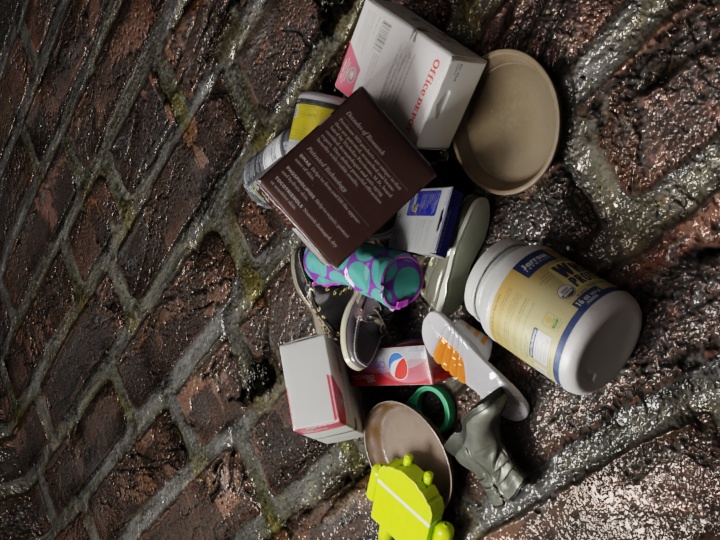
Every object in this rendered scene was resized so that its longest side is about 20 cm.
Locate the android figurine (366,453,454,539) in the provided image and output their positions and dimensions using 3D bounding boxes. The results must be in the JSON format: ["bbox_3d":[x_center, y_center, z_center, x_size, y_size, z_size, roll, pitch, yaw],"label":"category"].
[{"bbox_3d":[0.077,0.386,1.501,0.182,0.041,0.201,34,130,36],"label":"android figurine"}]

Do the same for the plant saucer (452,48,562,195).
[{"bbox_3d":[0.206,-0.207,1.298,0.199,0.029,0.202,13,107,48],"label":"plant saucer"}]

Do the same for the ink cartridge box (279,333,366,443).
[{"bbox_3d":[-0.058,0.201,1.539,0.084,0.200,0.147,-15,71,11],"label":"ink cartridge box"}]

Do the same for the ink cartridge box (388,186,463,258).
[{"bbox_3d":[0.100,-0.071,1.366,0.200,0.039,0.100,-166,92,-73],"label":"ink cartridge box"}]

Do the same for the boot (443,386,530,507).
[{"bbox_3d":[0.202,0.258,1.338,0.131,0.067,0.201,48,150,19],"label":"boot"}]

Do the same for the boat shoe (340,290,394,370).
[{"bbox_3d":[0.022,0.063,1.483,0.065,0.072,0.201,-14,49,42],"label":"boat shoe"}]

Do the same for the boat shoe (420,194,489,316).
[{"bbox_3d":[0.137,-0.027,1.379,0.060,0.072,0.203,37,127,34],"label":"boat shoe"}]

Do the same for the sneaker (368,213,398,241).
[{"bbox_3d":[-0.016,-0.083,1.530,0.199,0.079,0.079,-19,45,45],"label":"sneaker"}]

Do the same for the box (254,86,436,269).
[{"bbox_3d":[-0.027,-0.128,1.338,0.164,0.200,0.166,47,176,-6],"label":"box"}]

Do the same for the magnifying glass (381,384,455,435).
[{"bbox_3d":[0.083,0.237,1.532,0.199,0.022,0.080,-20,81,48],"label":"magnifying glass"}]

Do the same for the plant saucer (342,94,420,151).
[{"bbox_3d":[0.040,-0.229,1.487,0.199,0.036,0.202,11,104,48],"label":"plant saucer"}]

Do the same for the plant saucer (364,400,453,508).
[{"bbox_3d":[0.084,0.303,1.514,0.199,0.032,0.202,23,122,41],"label":"plant saucer"}]

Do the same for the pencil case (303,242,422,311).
[{"bbox_3d":[0.000,0.000,1.442,0.199,0.085,0.093,18,106,46],"label":"pencil case"}]

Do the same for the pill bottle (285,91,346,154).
[{"bbox_3d":[-0.065,-0.175,1.476,0.112,0.111,0.202,17,96,47],"label":"pill bottle"}]

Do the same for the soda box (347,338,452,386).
[{"bbox_3d":[0.064,0.148,1.497,0.199,0.070,0.064,-10,92,50],"label":"soda box"}]

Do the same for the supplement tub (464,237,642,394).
[{"bbox_3d":[0.246,0.054,1.207,0.200,0.144,0.145,35,122,40],"label":"supplement tub"}]

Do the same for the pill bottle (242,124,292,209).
[{"bbox_3d":[-0.116,-0.190,1.624,0.200,0.106,0.107,-28,76,48],"label":"pill bottle"}]

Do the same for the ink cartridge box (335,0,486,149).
[{"bbox_3d":[0.069,-0.286,1.355,0.200,0.082,0.147,44,123,35],"label":"ink cartridge box"}]

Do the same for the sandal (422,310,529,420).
[{"bbox_3d":[0.177,0.136,1.378,0.207,0.059,0.079,45,139,8],"label":"sandal"}]

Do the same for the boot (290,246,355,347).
[{"bbox_3d":[-0.037,0.034,1.594,0.150,0.073,0.201,-27,79,50],"label":"boot"}]
